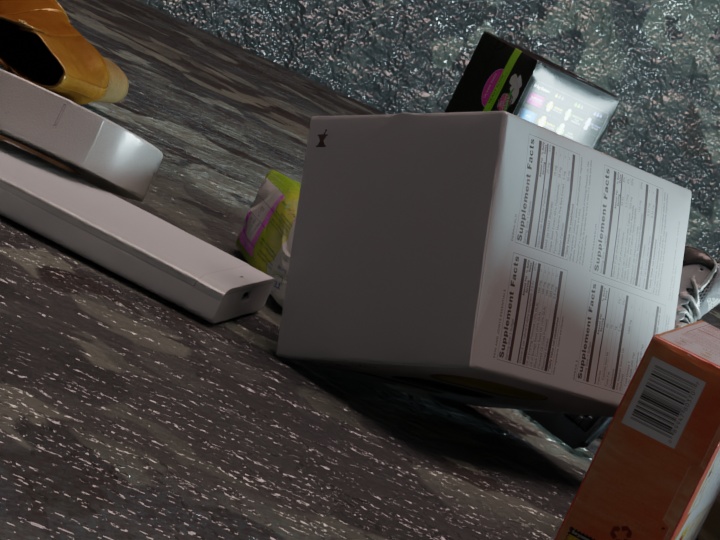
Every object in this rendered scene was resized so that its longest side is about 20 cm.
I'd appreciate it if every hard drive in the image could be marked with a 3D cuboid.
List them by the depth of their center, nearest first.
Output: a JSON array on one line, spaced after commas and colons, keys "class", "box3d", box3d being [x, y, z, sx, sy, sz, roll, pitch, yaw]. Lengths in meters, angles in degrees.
[{"class": "hard drive", "box3d": [-0.159, -0.026, 1.507, 0.200, 0.026, 0.132, 27, 8, 9]}]

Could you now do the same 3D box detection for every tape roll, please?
[{"class": "tape roll", "box3d": [-0.228, -0.102, 1.615, 0.203, 0.037, 0.203, 24, -3, 2]}]

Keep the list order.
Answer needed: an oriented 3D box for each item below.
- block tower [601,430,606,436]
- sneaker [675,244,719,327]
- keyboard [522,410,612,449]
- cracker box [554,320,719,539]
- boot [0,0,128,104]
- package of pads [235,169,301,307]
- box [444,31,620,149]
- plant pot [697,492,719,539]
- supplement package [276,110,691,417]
[{"class": "block tower", "box3d": [0.137, 0.061, 1.769, 0.058, 0.054, 0.200, 22, 9, -20]}, {"class": "sneaker", "box3d": [0.236, 0.045, 1.762, 0.075, 0.115, 0.200, 81, -17, -55]}, {"class": "keyboard", "box3d": [0.132, 0.045, 1.664, 0.040, 0.104, 0.200, 50, -7, -31]}, {"class": "cracker box", "box3d": [0.164, 0.100, 1.290, 0.058, 0.134, 0.200, 27, 7, 13]}, {"class": "boot", "box3d": [-0.302, -0.211, 2.119, 0.201, 0.071, 0.144, 34, 7, 20]}, {"class": "package of pads", "box3d": [0.000, 0.000, 1.684, 0.154, 0.068, 0.200, 24, 7, -17]}, {"class": "box", "box3d": [0.173, -0.144, 2.726, 0.124, 0.200, 0.149, 21, 8, -28]}, {"class": "plant pot", "box3d": [0.292, 0.126, 1.446, 0.200, 0.187, 0.187, 7, 18, -37]}, {"class": "supplement package", "box3d": [0.077, 0.000, 1.472, 0.152, 0.151, 0.200, 2, -10, 40]}]
